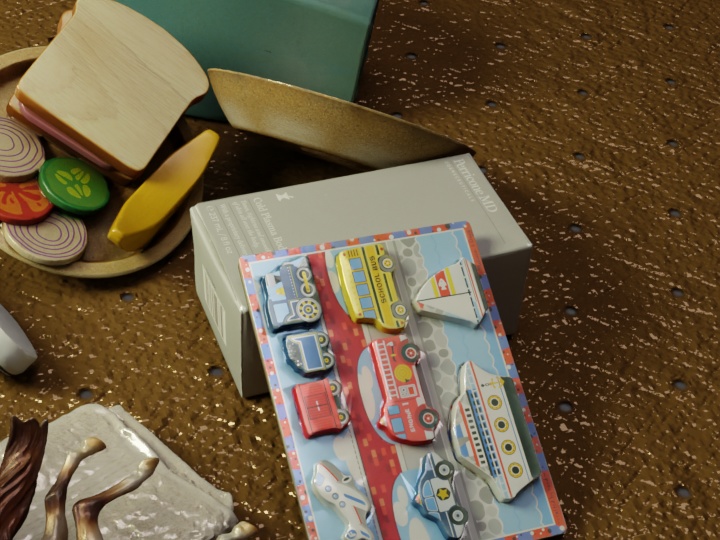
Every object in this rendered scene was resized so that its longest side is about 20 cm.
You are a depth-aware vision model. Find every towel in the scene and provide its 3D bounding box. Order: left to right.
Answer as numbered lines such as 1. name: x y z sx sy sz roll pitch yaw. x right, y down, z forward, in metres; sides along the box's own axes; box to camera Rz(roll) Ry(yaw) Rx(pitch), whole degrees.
1. towel: -0.174 0.151 0.761 0.132 0.035 0.200 33 47 30

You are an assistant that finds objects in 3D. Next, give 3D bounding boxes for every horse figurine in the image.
1. horse figurine: -0.116 0.162 0.705 0.200 0.050 0.133 38 51 -8

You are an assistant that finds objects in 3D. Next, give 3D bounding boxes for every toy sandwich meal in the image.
1. toy sandwich meal: -0.185 -0.091 0.966 0.204 0.070 0.206 12 58 -20

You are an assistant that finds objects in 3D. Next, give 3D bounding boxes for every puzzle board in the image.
1. puzzle board: 0.024 0.071 0.821 0.150 0.017 0.201 -10 70 -17

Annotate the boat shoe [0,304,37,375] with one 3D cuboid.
1. boat shoe: -0.290 0.012 0.891 0.200 0.072 0.068 38 83 14

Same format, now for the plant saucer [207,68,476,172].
1. plant saucer: -0.018 -0.096 1.005 0.199 0.036 0.200 17 1 0

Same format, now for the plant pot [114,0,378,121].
1. plant pot: -0.089 -0.204 1.116 0.199 0.142 0.142 14 40 -1

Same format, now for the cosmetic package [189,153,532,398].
1. cosmetic package: 0.000 0.000 0.918 0.199 0.091 0.107 -15 46 -18
